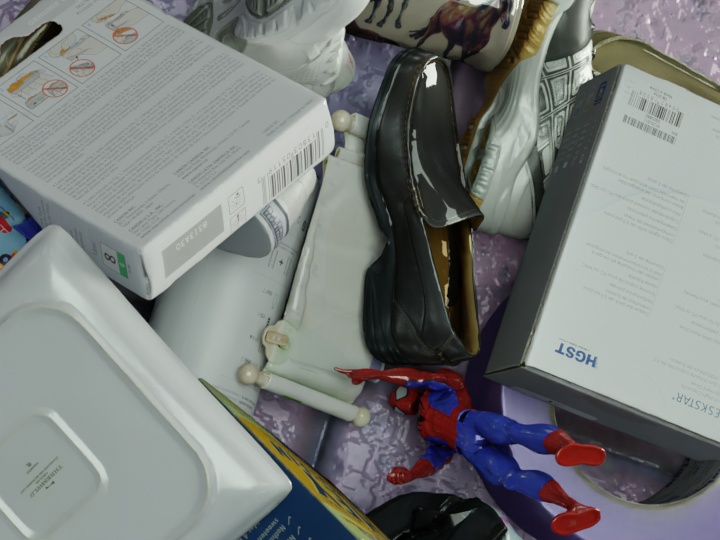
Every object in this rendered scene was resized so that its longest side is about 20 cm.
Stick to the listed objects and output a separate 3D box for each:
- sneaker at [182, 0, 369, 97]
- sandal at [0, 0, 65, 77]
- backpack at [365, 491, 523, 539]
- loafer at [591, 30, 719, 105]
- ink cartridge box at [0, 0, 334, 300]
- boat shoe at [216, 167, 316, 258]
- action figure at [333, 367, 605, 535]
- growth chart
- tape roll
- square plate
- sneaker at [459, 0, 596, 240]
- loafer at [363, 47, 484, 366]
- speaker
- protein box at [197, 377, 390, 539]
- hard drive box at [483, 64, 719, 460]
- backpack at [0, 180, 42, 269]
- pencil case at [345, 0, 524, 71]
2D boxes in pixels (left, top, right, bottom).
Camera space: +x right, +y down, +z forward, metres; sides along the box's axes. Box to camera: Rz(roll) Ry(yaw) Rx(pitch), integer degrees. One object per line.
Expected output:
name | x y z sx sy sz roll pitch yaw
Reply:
sneaker | -0.035 -0.149 1.555 0.099 0.200 0.078 21 69 -26
sandal | -0.231 -0.120 1.556 0.054 0.080 0.200 30 74 7
backpack | 0.032 0.235 1.546 0.200 0.167 0.127 -53 132 -16
loafer | 0.223 -0.092 1.676 0.200 0.067 0.076 35 76 -9
ink cartridge box | -0.141 -0.083 1.474 0.200 0.050 0.161 28 53 30
boat shoe | -0.113 -0.068 1.538 0.070 0.200 0.071 -50 139 -30
action figure | 0.053 0.104 1.537 0.099 0.200 0.065 -2 104 -28
growth chart | 0.000 0.000 1.596 0.145 0.018 0.201 32 71 -47
tape roll | 0.172 0.087 1.632 0.199 0.085 0.201 2 84 -15
square plate | -0.175 0.112 1.384 0.200 0.028 0.198 -42 91 7
sneaker | 0.125 -0.115 1.635 0.087 0.076 0.201 18 96 -18
loafer | 0.048 -0.038 1.579 0.073 0.072 0.201 -12 104 -50
speaker | -0.089 0.027 1.571 0.081 0.081 0.201 18 79 -12
protein box | -0.072 0.209 1.451 0.199 0.200 0.135 -49 129 -1
hard drive box | 0.185 -0.003 1.562 0.156 0.077 0.200 23 78 -13
backpack | -0.226 0.053 1.482 0.182 0.135 0.200 -37 78 -17
pencil case | 0.010 -0.190 1.608 0.199 0.090 0.078 16 48 -5
